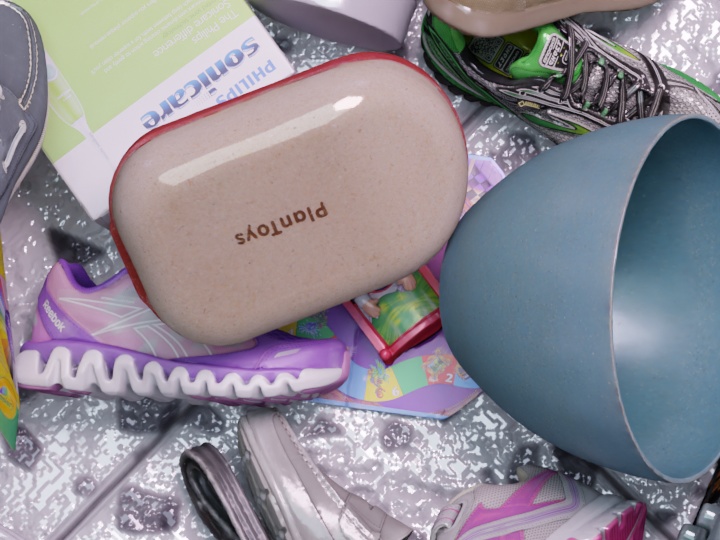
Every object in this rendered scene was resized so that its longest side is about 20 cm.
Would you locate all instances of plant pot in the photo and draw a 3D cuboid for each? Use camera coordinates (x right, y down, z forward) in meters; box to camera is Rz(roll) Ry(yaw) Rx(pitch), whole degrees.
[{"bbox_3d":[0.123,0.014,1.486,0.134,0.200,0.201,2,82,31],"label":"plant pot"}]

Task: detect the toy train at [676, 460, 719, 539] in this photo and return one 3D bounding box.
[{"bbox_3d":[0.223,0.128,1.450,0.085,0.200,0.114,23,72,4],"label":"toy train"}]

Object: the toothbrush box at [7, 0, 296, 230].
[{"bbox_3d":[-0.147,-0.144,1.569,0.145,0.086,0.200,-37,80,1],"label":"toothbrush box"}]

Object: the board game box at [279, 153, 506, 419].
[{"bbox_3d":[0.000,0.000,1.559,0.199,0.039,0.158,8,84,7],"label":"board game box"}]

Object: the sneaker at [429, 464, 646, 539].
[{"bbox_3d":[0.068,0.172,1.486,0.088,0.200,0.082,28,128,33],"label":"sneaker"}]

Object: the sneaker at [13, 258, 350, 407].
[{"bbox_3d":[-0.103,0.032,1.540,0.200,0.080,0.089,4,82,12],"label":"sneaker"}]

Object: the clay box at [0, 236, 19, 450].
[{"bbox_3d":[-0.235,-0.004,1.510,0.047,0.115,0.200,-13,57,5],"label":"clay box"}]

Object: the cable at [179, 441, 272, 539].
[{"bbox_3d":[-0.055,0.188,1.516,0.050,0.097,0.200,-29,82,-19],"label":"cable"}]

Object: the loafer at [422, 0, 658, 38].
[{"bbox_3d":[0.123,-0.186,1.511,0.200,0.068,0.076,-25,53,-37],"label":"loafer"}]

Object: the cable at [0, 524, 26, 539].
[{"bbox_3d":[-0.251,0.234,1.542,0.200,0.069,0.200,-29,80,2],"label":"cable"}]

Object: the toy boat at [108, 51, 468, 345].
[{"bbox_3d":[-0.039,-0.051,1.492,0.200,0.131,0.131,-20,113,3],"label":"toy boat"}]

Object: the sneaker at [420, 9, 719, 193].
[{"bbox_3d":[0.123,-0.103,1.539,0.200,0.085,0.078,23,86,7],"label":"sneaker"}]

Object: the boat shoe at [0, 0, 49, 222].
[{"bbox_3d":[-0.208,-0.078,1.456,0.073,0.062,0.200,17,53,-7],"label":"boat shoe"}]

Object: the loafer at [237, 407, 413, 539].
[{"bbox_3d":[-0.004,0.161,1.531,0.070,0.070,0.200,-30,82,-13],"label":"loafer"}]

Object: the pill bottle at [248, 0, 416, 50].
[{"bbox_3d":[0.007,-0.237,1.552,0.114,0.114,0.201,16,85,7],"label":"pill bottle"}]
